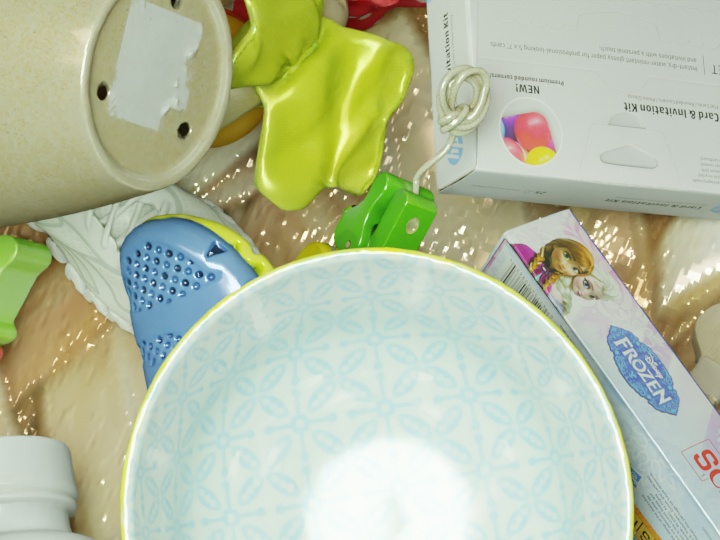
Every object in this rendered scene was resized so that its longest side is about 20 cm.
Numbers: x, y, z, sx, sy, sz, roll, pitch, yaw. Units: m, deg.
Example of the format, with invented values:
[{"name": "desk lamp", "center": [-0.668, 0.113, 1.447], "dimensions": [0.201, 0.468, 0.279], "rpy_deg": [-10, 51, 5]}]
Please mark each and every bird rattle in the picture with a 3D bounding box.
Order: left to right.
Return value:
[{"name": "bird rattle", "center": [-0.051, -0.106, 1.346], "dimensions": [0.163, 0.200, 0.113], "rpy_deg": [-26, 115, 15]}]

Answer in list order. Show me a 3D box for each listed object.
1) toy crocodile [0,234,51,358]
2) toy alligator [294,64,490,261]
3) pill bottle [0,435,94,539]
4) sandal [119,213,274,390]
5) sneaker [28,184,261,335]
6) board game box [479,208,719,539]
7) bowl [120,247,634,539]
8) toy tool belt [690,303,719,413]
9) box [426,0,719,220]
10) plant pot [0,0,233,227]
[{"name": "toy crocodile", "center": [-0.218, 0.058, 1.391], "dimensions": [0.200, 0.068, 0.062], "rpy_deg": [-44, 71, 6]}, {"name": "toy alligator", "center": [0.000, 0.000, 1.268], "dimensions": [0.200, 0.059, 0.054], "rpy_deg": [-66, 28, 7]}, {"name": "pill bottle", "center": [-0.156, 0.180, 1.325], "dimensions": [0.112, 0.112, 0.200], "rpy_deg": [-14, 73, 9]}, {"name": "sandal", "center": [-0.060, 0.071, 1.314], "dimensions": [0.079, 0.087, 0.200], "rpy_deg": [-26, 85, 46]}, {"name": "sneaker", "center": [-0.125, -0.033, 1.393], "dimensions": [0.200, 0.081, 0.075], "rpy_deg": [38, 84, 17]}, {"name": "board game box", "center": [0.090, 0.111, 1.254], "dimensions": [0.041, 0.200, 0.200], "rpy_deg": [-20, 67, -36]}, {"name": "bowl", "center": [0.006, 0.098, 1.197], "dimensions": [0.200, 0.108, 0.201], "rpy_deg": [0, 82, 0]}, {"name": "toy tool belt", "center": [0.157, 0.080, 1.293], "dimensions": [0.123, 0.125, 0.200], "rpy_deg": [-21, 70, -35]}, {"name": "box", "center": [0.105, -0.128, 1.341], "dimensions": [0.156, 0.041, 0.200], "rpy_deg": [4, 72, -26]}, {"name": "plant pot", "center": [-0.158, -0.093, 1.245], "dimensions": [0.200, 0.187, 0.188], "rpy_deg": [11, 77, 37]}]
